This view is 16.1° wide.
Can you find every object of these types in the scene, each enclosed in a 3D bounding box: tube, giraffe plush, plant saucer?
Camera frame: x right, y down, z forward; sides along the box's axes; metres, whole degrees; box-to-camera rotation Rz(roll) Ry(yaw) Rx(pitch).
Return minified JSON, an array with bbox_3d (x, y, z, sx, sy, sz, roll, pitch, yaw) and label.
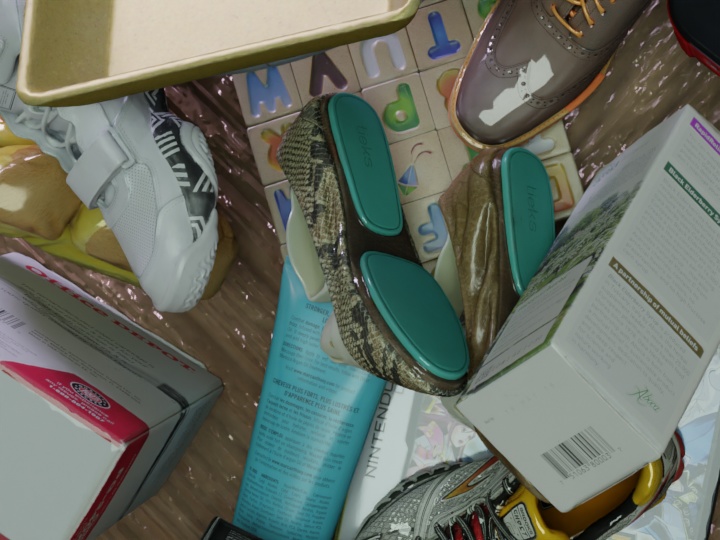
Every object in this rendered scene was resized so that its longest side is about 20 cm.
[{"bbox_3d":[-0.031,0.099,1.363,0.077,0.050,0.201,18,103,9],"label":"tube"},{"bbox_3d":[-0.147,-0.090,1.355,0.199,0.172,0.163,14,83,42],"label":"giraffe plush"},{"bbox_3d":[-0.057,-0.167,1.196,0.199,0.048,0.201,-11,57,19],"label":"plant saucer"}]

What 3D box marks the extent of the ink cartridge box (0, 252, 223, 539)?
[{"bbox_3d":[-0.172,0.068,1.325,0.145,0.200,0.084,32,100,6],"label":"ink cartridge box"}]

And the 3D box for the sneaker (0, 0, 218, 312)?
[{"bbox_3d":[-0.142,-0.067,1.225,0.114,0.075,0.201,-6,66,-25],"label":"sneaker"}]

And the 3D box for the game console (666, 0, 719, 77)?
[{"bbox_3d":[0.274,-0.131,1.285,0.200,0.031,0.177,41,80,20],"label":"game console"}]

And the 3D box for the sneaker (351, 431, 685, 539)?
[{"bbox_3d":[0.073,0.127,1.321,0.199,0.082,0.078,-31,88,9],"label":"sneaker"}]

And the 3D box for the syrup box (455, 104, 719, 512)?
[{"bbox_3d":[0.133,0.016,1.255,0.081,0.200,0.079,44,136,-9],"label":"syrup box"}]

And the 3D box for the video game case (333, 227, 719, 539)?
[{"bbox_3d":[0.098,0.084,1.369,0.199,0.025,0.182,12,94,8],"label":"video game case"}]

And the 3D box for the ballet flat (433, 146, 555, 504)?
[{"bbox_3d":[0.070,0.034,1.302,0.072,0.068,0.201,-28,60,38],"label":"ballet flat"}]

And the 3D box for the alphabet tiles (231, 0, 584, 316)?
[{"bbox_3d":[0.025,-0.070,1.367,0.165,0.006,0.201,-17,82,4],"label":"alphabet tiles"}]

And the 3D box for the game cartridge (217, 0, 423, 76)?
[{"bbox_3d":[-0.024,-0.182,1.281,0.199,0.042,0.134,-24,110,23],"label":"game cartridge"}]

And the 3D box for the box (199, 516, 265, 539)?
[{"bbox_3d":[-0.018,0.239,1.341,0.199,0.049,0.160,27,129,4],"label":"box"}]

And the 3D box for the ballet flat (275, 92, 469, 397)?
[{"bbox_3d":[0.000,0.000,1.307,0.075,0.068,0.201,-45,49,32],"label":"ballet flat"}]

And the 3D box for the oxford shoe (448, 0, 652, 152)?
[{"bbox_3d":[0.116,-0.146,1.325,0.071,0.073,0.200,39,91,7],"label":"oxford shoe"}]
